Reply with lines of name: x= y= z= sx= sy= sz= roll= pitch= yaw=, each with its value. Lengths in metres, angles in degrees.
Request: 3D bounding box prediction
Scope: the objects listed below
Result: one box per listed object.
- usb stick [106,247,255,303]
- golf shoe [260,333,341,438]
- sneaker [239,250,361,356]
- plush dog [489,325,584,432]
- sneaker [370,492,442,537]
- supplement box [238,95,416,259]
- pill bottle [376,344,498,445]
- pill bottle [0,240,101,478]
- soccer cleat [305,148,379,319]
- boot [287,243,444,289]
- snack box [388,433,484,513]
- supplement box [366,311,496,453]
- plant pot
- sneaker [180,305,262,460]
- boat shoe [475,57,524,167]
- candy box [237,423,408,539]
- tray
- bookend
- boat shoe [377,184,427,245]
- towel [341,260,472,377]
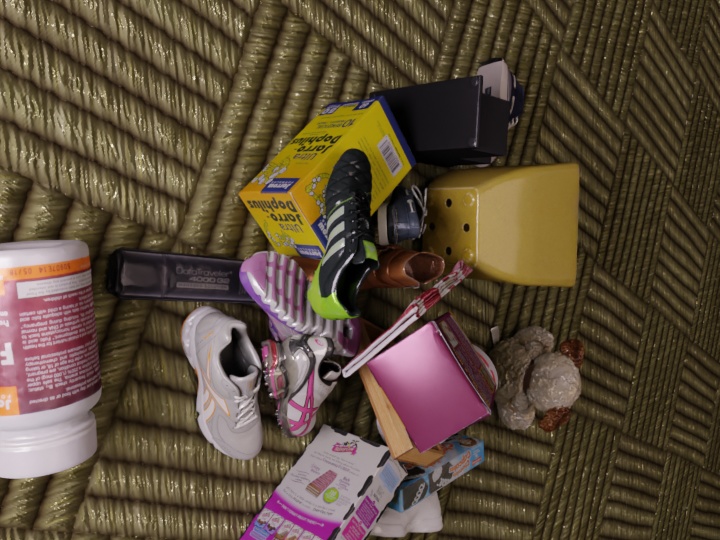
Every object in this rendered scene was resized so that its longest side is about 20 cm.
usb stick: x=-0.195 y=0.009 z=0.785 sx=0.199 sy=0.032 sz=0.056 roll=5 pitch=84 yaw=-45
golf shoe: x=-0.066 y=0.149 z=0.841 sx=0.201 sy=0.091 sz=0.073 roll=88 pitch=-9 yaw=-54
sneaker: x=-0.086 y=0.054 z=0.837 sx=0.200 sy=0.088 sz=0.081 roll=42 pitch=42 yaw=-39
plush dog: x=0.312 y=0.189 z=1.209 sx=0.160 sy=0.171 sz=0.202 roll=27 pitch=76 yaw=-42
sneaker: x=0.056 y=0.365 z=1.055 sx=0.199 sy=0.075 sz=0.089 roll=17 pitch=70 yaw=-50
supplement box: x=-0.038 y=-0.120 z=0.874 sx=0.200 sy=0.108 sz=0.110 roll=-51 pitch=126 yaw=-28
pill bottle: x=0.120 y=0.203 z=1.064 sx=0.199 sy=0.108 sz=0.110 roll=-30 pitch=114 yaw=-39
pill bottle: x=-0.303 y=0.077 z=0.626 sx=0.114 sy=0.114 sz=0.202 roll=-10 pitch=100 yaw=-44
soccer cleat: x=-0.008 y=-0.041 z=0.779 sx=0.067 sy=0.081 sz=0.202 roll=14 pitch=85 yaw=-44
boot: x=0.000 y=0.000 z=0.891 sx=0.199 sy=0.154 sz=0.074 roll=-20 pitch=108 yaw=-42
snack box: x=0.085 y=0.295 z=1.033 sx=0.199 sy=0.116 sz=0.037 roll=-14 pitch=104 yaw=-44
supplement box: x=0.101 y=0.138 z=0.892 sx=0.132 sy=0.103 sz=0.200 roll=59 pitch=11 yaw=8
plant pot: x=0.205 y=-0.073 z=1.073 sx=0.199 sy=0.193 sz=0.198 roll=-4 pitch=97 yaw=-39
sneaker: x=-0.149 y=0.143 z=0.801 sx=0.075 sy=0.092 sz=0.202 roll=-30 pitch=114 yaw=-38
boat shoe: x=0.238 y=-0.255 z=1.153 sx=0.092 sy=0.074 sz=0.202 roll=26 pitch=69 yaw=-42
candy box: x=-0.048 y=0.311 z=0.888 sx=0.200 sy=0.136 sz=0.061 roll=-51 pitch=127 yaw=-28
tray: x=0.043 y=0.167 z=0.938 sx=0.098 sy=0.037 sz=0.201 roll=32 pitch=28 yaw=-53
bookend: x=0.147 y=-0.208 z=0.987 sx=0.198 sy=0.199 sz=0.093 roll=-1 pitch=95 yaw=-44
boat shoe: x=0.062 y=-0.081 z=0.947 sx=0.200 sy=0.061 sz=0.076 roll=-56 pitch=145 yaw=-76
towel: x=0.062 y=0.060 z=0.887 sx=0.023 sy=0.144 sz=0.200 roll=49 pitch=31 yaw=6
